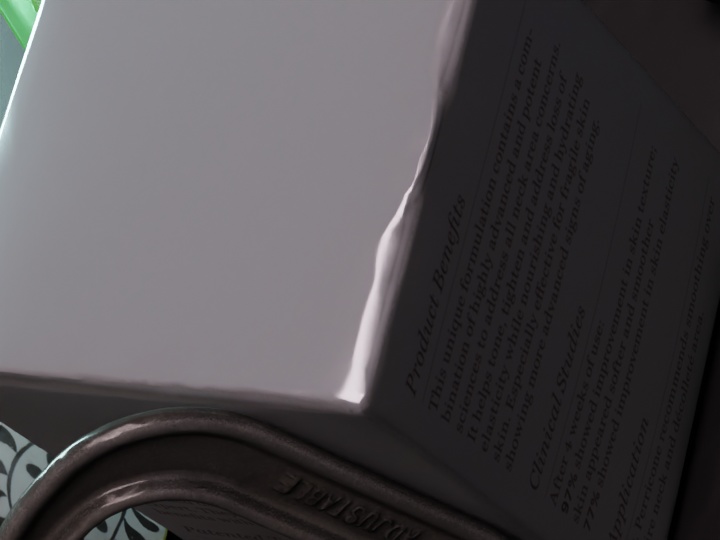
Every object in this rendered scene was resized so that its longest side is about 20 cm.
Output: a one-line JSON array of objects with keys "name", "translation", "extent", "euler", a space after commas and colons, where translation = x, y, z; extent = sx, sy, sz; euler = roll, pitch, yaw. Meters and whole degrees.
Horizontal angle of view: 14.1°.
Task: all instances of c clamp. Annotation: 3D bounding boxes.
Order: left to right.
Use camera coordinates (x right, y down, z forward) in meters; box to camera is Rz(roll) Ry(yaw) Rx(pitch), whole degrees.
[{"name": "c clamp", "translation": [-0.038, 0.118, 0.891], "extent": [0.171, 0.200, 0.027], "euler": [-38, 38, 25]}]

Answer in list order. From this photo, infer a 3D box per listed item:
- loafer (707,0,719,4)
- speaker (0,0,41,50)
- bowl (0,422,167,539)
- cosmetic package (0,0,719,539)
[{"name": "loafer", "translation": [0.194, -0.150, 0.989], "extent": [0.200, 0.073, 0.072], "euler": [-8, 58, 27]}, {"name": "speaker", "translation": [-0.087, -0.101, 1.129], "extent": [0.088, 0.088, 0.200], "euler": [-41, 52, 7]}, {"name": "bowl", "translation": [-0.178, 0.083, 1.033], "extent": [0.201, 0.094, 0.201], "euler": [-18, 31, 11]}, {"name": "cosmetic package", "translation": [0.000, 0.000, 0.948], "extent": [0.166, 0.200, 0.167], "euler": [3, 67, 33]}]
